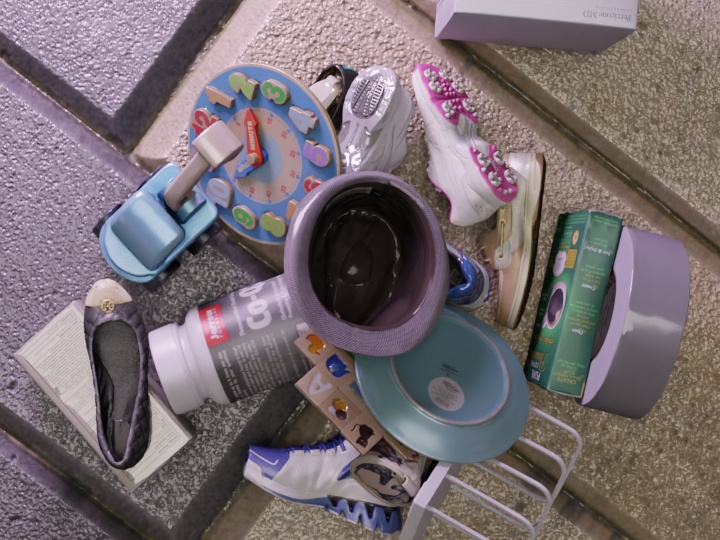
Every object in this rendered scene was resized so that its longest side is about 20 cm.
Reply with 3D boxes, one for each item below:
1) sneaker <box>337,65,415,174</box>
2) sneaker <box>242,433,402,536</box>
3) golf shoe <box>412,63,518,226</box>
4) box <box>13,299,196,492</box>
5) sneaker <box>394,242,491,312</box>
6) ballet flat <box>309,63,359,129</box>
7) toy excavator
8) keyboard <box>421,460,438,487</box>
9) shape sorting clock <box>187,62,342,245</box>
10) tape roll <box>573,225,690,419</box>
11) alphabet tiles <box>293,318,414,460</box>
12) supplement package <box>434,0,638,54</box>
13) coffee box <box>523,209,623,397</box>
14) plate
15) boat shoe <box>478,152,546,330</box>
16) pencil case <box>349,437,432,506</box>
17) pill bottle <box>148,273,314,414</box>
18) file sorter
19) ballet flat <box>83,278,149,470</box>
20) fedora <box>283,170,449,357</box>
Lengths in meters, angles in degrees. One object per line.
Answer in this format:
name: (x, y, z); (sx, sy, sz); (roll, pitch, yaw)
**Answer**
sneaker: (0.007, -0.121, 1.325); (0.078, 0.099, 0.201); (34, 95, 39)
sneaker: (-0.030, 0.213, 1.336); (0.197, 0.081, 0.116); (21, 85, -10)
golf shoe: (0.097, -0.141, 1.328); (0.092, 0.075, 0.202); (-45, 59, 37)
box: (-0.281, 0.137, 1.314); (0.095, 0.078, 0.201); (-39, 93, -3)
sneaker: (0.054, -0.025, 1.316); (0.198, 0.085, 0.078); (26, 89, 15)
ballet flat: (-0.074, -0.154, 1.328); (0.068, 0.068, 0.201); (35, 87, 21)
toy excavator: (-0.199, -0.069, 1.256); (0.194, 0.200, 0.100); (-43, 93, -2)
keyboard: (0.036, 0.154, 1.337); (0.039, 0.104, 0.202); (-13, 113, 39)
shape sorting clock: (-0.108, -0.124, 1.279); (0.198, 0.039, 0.203); (13, 115, 31)
tape roll: (0.290, 0.056, 1.287); (0.065, 0.200, 0.203); (13, 90, -3)
alphabet tiles: (0.028, 0.101, 1.242); (0.166, 0.006, 0.200); (45, 50, 8)
supplement package: (0.191, -0.313, 1.300); (0.197, 0.156, 0.113); (4, 91, -4)
coffee box: (0.235, 0.035, 1.325); (0.043, 0.123, 0.203); (13, 88, -6)
plate: (0.090, 0.108, 1.237); (0.198, 0.026, 0.202); (12, 49, -15)
boat shoe: (0.169, -0.035, 1.350); (0.066, 0.074, 0.203); (8, 91, 12)
pencil case: (0.063, 0.163, 1.268); (0.078, 0.089, 0.201); (54, 46, -20)
pill bottle: (-0.125, 0.079, 1.305); (0.198, 0.114, 0.115); (-20, 92, -4)
file sorter: (0.134, 0.246, 1.248); (0.124, 0.140, 0.200); (28, 44, 13)
ballet flat: (-0.254, 0.109, 1.248); (0.066, 0.057, 0.203); (-8, 89, -7)
fedora: (0.000, 0.000, 1.223); (0.175, 0.090, 0.203); (9, 71, -13)
